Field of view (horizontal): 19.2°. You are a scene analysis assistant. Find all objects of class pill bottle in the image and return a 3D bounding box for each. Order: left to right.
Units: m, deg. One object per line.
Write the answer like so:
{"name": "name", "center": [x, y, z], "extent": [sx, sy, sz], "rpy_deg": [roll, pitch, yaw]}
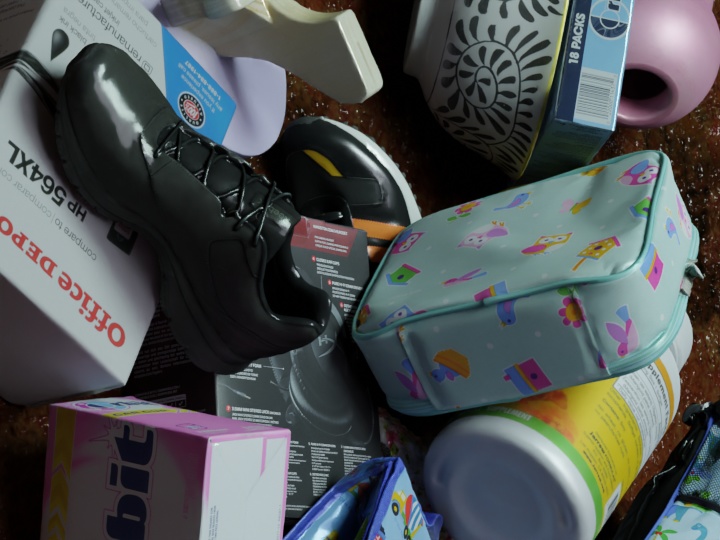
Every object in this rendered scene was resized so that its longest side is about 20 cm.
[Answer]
{"name": "pill bottle", "center": [0.130, 0.086, 1.316], "extent": [0.200, 0.111, 0.112], "rpy_deg": [-47, 116, -44]}

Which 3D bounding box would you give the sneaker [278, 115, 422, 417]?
{"name": "sneaker", "center": [0.000, 0.000, 1.349], "extent": [0.201, 0.070, 0.090], "rpy_deg": [62, 37, -22]}

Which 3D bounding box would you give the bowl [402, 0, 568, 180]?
{"name": "bowl", "center": [0.082, -0.169, 1.461], "extent": [0.201, 0.093, 0.202], "rpy_deg": [-169, -90, -88]}

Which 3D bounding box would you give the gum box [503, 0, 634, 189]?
{"name": "gum box", "center": [0.148, -0.150, 1.477], "extent": [0.044, 0.200, 0.171], "rpy_deg": [11, 75, -4]}

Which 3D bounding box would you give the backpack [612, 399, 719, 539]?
{"name": "backpack", "center": [0.232, 0.229, 1.477], "extent": [0.146, 0.184, 0.200], "rpy_deg": [31, 46, 13]}

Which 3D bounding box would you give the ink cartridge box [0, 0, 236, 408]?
{"name": "ink cartridge box", "center": [-0.165, -0.050, 1.141], "extent": [0.146, 0.084, 0.201], "rpy_deg": [46, 47, -35]}

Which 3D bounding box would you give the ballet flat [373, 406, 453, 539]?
{"name": "ballet flat", "center": [0.043, 0.165, 1.342], "extent": [0.064, 0.076, 0.201], "rpy_deg": [-23, 113, -19]}

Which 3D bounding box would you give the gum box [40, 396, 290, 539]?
{"name": "gum box", "center": [-0.105, 0.173, 1.089], "extent": [0.066, 0.113, 0.202], "rpy_deg": [0, 96, -52]}

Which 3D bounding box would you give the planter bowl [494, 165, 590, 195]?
{"name": "planter bowl", "center": [0.112, 0.006, 1.451], "extent": [0.201, 0.083, 0.201], "rpy_deg": [-48, 152, -37]}

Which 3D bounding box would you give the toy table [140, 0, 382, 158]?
{"name": "toy table", "center": [-0.067, -0.174, 1.279], "extent": [0.201, 0.117, 0.184], "rpy_deg": [59, 41, -21]}

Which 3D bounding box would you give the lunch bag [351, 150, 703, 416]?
{"name": "lunch bag", "center": [0.105, 0.006, 1.264], "extent": [0.077, 0.199, 0.161], "rpy_deg": [65, 27, -23]}

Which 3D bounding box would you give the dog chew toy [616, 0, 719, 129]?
{"name": "dog chew toy", "center": [0.221, -0.206, 1.662], "extent": [0.125, 0.124, 0.201], "rpy_deg": [47, 38, -33]}

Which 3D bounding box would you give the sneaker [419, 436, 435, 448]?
{"name": "sneaker", "center": [0.111, 0.165, 1.420], "extent": [0.200, 0.099, 0.075], "rpy_deg": [34, 52, -44]}

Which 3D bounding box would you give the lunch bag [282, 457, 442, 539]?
{"name": "lunch bag", "center": [-0.007, 0.215, 1.216], "extent": [0.200, 0.094, 0.151], "rpy_deg": [-55, 137, -36]}

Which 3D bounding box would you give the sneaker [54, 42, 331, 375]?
{"name": "sneaker", "center": [-0.081, -0.037, 1.103], "extent": [0.201, 0.090, 0.076], "rpy_deg": [57, 43, -26]}

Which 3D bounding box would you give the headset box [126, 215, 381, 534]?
{"name": "headset box", "center": [-0.063, 0.050, 1.249], "extent": [0.148, 0.077, 0.202], "rpy_deg": [10, 71, -51]}
